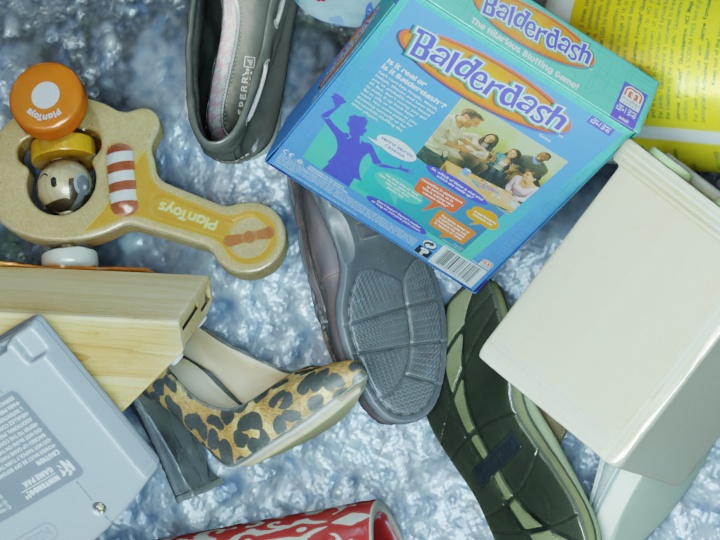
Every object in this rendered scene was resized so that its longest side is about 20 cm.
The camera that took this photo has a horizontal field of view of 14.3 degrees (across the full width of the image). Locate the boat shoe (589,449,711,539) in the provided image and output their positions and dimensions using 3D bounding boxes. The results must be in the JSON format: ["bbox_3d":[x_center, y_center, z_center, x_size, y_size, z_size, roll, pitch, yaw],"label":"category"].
[{"bbox_3d":[0.174,0.066,1.681,0.071,0.070,0.201,28,96,32],"label":"boat shoe"}]

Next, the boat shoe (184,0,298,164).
[{"bbox_3d":[-0.072,-0.165,1.759,0.067,0.057,0.200,4,89,16],"label":"boat shoe"}]

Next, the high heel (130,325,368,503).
[{"bbox_3d":[-0.082,0.047,1.715,0.200,0.071,0.143,-29,84,45],"label":"high heel"}]

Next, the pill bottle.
[{"bbox_3d":[0.168,-0.116,1.659,0.200,0.112,0.113,6,89,16],"label":"pill bottle"}]

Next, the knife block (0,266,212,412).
[{"bbox_3d":[-0.211,0.030,1.698,0.176,0.064,0.200,41,120,-8],"label":"knife block"}]

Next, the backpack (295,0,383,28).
[{"bbox_3d":[0.030,-0.242,1.645,0.183,0.147,0.200,2,52,16],"label":"backpack"}]

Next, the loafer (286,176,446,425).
[{"bbox_3d":[0.000,0.000,1.731,0.072,0.063,0.200,-9,79,-26],"label":"loafer"}]

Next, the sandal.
[{"bbox_3d":[0.094,0.099,1.698,0.080,0.057,0.201,-40,61,36],"label":"sandal"}]

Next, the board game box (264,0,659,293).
[{"bbox_3d":[0.054,-0.084,1.627,0.152,0.200,0.045,32,54,-9],"label":"board game box"}]

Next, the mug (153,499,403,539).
[{"bbox_3d":[-0.072,0.223,1.693,0.200,0.178,0.133,-14,118,11],"label":"mug"}]

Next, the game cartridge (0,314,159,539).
[{"bbox_3d":[-0.219,0.121,1.692,0.200,0.040,0.133,-30,103,29],"label":"game cartridge"}]

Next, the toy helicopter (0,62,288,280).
[{"bbox_3d":[-0.141,-0.034,1.745,0.200,0.079,0.132,19,74,14],"label":"toy helicopter"}]

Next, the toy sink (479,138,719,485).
[{"bbox_3d":[0.177,0.004,1.579,0.112,0.130,0.200,40,97,22],"label":"toy sink"}]
